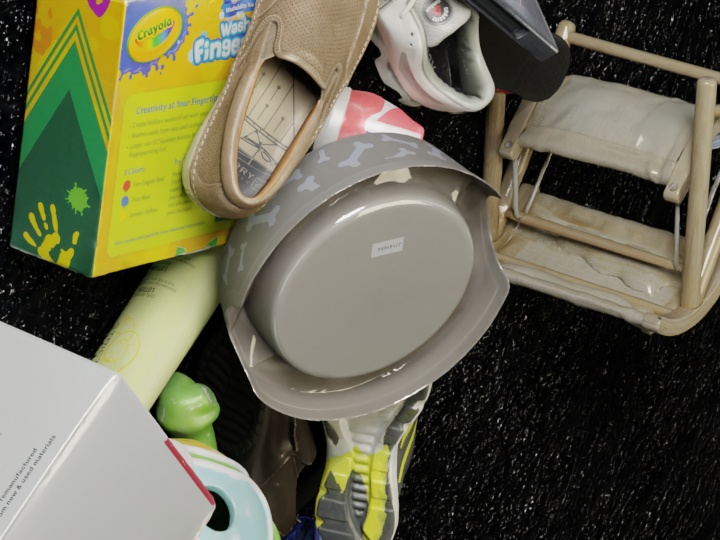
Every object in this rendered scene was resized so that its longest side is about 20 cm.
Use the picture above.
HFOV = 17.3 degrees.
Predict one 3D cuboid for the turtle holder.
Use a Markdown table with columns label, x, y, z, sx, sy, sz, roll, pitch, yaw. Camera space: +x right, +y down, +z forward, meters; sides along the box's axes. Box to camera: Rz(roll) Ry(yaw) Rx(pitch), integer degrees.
| label | x | y | z | sx | sy | sz | roll | pitch | yaw |
| --- | --- | --- | --- | --- | --- | --- | --- | --- | --- |
| turtle holder | -0.114 | 0.164 | 1.516 | 0.186 | 0.140 | 0.132 | -50 | 142 | -29 |

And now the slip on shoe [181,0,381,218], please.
| label | x | y | z | sx | sy | sz | roll | pitch | yaw |
| --- | --- | --- | --- | --- | --- | --- | --- | --- | --- |
| slip on shoe | -0.039 | -0.122 | 1.394 | 0.076 | 0.061 | 0.201 | 34 | 79 | -19 |

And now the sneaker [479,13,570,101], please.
| label | x | y | z | sx | sy | sz | roll | pitch | yaw |
| --- | --- | --- | --- | --- | --- | --- | --- | --- | --- |
| sneaker | 0.050 | -0.169 | 1.633 | 0.201 | 0.108 | 0.068 | 13 | 100 | -52 |

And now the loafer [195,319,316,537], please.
| label | x | y | z | sx | sy | sz | roll | pitch | yaw |
| --- | --- | --- | --- | --- | --- | --- | --- | --- | --- |
| loafer | -0.068 | 0.108 | 1.618 | 0.071 | 0.073 | 0.201 | -19 | 133 | -36 |

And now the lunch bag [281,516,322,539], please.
| label | x | y | z | sx | sy | sz | roll | pitch | yaw |
| --- | --- | --- | --- | --- | --- | --- | --- | --- | --- |
| lunch bag | -0.057 | 0.291 | 1.736 | 0.200 | 0.093 | 0.151 | -55 | 144 | -41 |

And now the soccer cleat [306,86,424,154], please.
| label | x | y | z | sx | sy | sz | roll | pitch | yaw |
| --- | --- | --- | --- | --- | --- | --- | --- | --- | --- |
| soccer cleat | 0.005 | -0.074 | 1.583 | 0.200 | 0.073 | 0.069 | 85 | 21 | -80 |

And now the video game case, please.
| label | x | y | z | sx | sy | sz | roll | pitch | yaw |
| --- | --- | --- | --- | --- | --- | --- | --- | --- | --- |
| video game case | 0.061 | -0.221 | 1.490 | 0.200 | 0.019 | 0.144 | 24 | 42 | -63 |

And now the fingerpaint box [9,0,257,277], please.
| label | x | y | z | sx | sy | sz | roll | pitch | yaw |
| --- | --- | --- | --- | --- | --- | --- | --- | --- | --- |
| fingerpaint box | -0.116 | -0.099 | 1.437 | 0.200 | 0.073 | 0.168 | -17 | 121 | -54 |

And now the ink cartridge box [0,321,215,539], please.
| label | x | y | z | sx | sy | sz | roll | pitch | yaw |
| --- | --- | --- | --- | --- | --- | --- | --- | --- | --- |
| ink cartridge box | -0.213 | 0.114 | 1.277 | 0.145 | 0.199 | 0.146 | -56 | 145 | -18 |

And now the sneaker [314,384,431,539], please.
| label | x | y | z | sx | sy | sz | roll | pitch | yaw |
| --- | --- | --- | --- | --- | --- | --- | --- | --- | --- |
| sneaker | 0.006 | 0.097 | 1.640 | 0.085 | 0.074 | 0.201 | -74 | 177 | -65 |

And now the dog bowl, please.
| label | x | y | z | sx | sy | sz | roll | pitch | yaw |
| --- | --- | --- | --- | --- | --- | --- | --- | --- | --- |
| dog bowl | 0.000 | 0.000 | 1.492 | 0.199 | 0.059 | 0.201 | -19 | 135 | -20 |

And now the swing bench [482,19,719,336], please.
| label | x | y | z | sx | sy | sz | roll | pitch | yaw |
| --- | --- | --- | --- | --- | --- | --- | --- | --- | --- |
| swing bench | 0.189 | -0.073 | 1.809 | 0.129 | 0.198 | 0.201 | -7 | 113 | -56 |

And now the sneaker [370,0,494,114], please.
| label | x | y | z | sx | sy | sz | roll | pitch | yaw |
| --- | --- | --- | --- | --- | --- | --- | --- | --- | --- |
| sneaker | 0.030 | -0.182 | 1.472 | 0.074 | 0.088 | 0.200 | -42 | 122 | -15 |

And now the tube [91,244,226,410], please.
| label | x | y | z | sx | sy | sz | roll | pitch | yaw |
| --- | --- | --- | --- | --- | --- | --- | --- | --- | --- |
| tube | -0.142 | 0.058 | 1.488 | 0.201 | 0.052 | 0.058 | -59 | 175 | -25 |

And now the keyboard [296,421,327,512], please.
| label | x | y | z | sx | sy | sz | roll | pitch | yaw |
| --- | --- | --- | --- | --- | --- | --- | --- | --- | --- |
| keyboard | -0.006 | 0.108 | 1.745 | 0.200 | 0.021 | 0.127 | -41 | 161 | -40 |
